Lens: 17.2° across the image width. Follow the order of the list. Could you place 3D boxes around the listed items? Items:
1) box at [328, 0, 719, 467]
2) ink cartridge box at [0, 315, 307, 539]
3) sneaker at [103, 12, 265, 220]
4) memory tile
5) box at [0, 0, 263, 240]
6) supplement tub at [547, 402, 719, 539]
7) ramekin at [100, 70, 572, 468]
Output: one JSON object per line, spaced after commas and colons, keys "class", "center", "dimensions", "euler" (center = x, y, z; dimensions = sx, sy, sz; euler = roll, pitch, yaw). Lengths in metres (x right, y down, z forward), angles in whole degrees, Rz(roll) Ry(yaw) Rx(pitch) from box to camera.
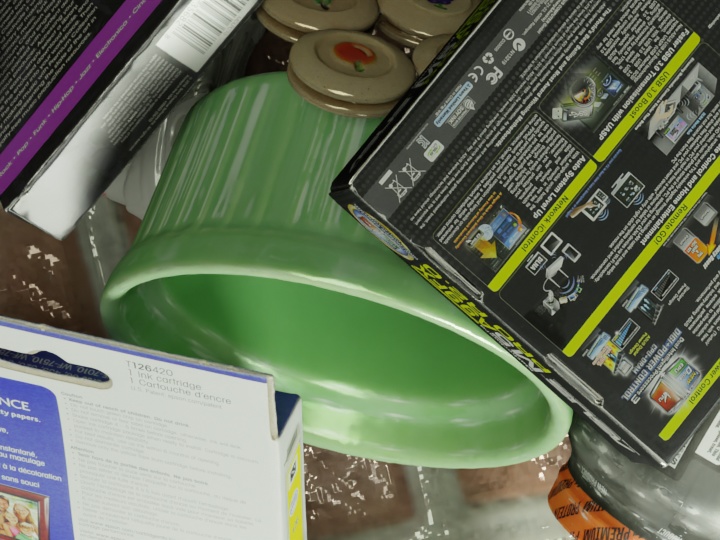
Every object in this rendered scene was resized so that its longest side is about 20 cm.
{"class": "box", "center": [0.111, -0.053, 0.890], "dimensions": [0.160, 0.044, 0.200], "euler": [40, 83, -9]}
{"class": "ink cartridge box", "center": [-0.122, 0.075, 1.043], "dimensions": [0.197, 0.047, 0.200], "euler": [12, 138, 10]}
{"class": "sneaker", "center": [-0.089, -0.122, 1.066], "dimensions": [0.099, 0.078, 0.201], "euler": [22, 95, 14]}
{"class": "memory tile", "center": [0.053, -0.107, 0.979], "dimensions": [0.199, 0.153, 0.017], "euler": [0, 127, -19]}
{"class": "box", "center": [-0.119, -0.120, 1.020], "dimensions": [0.036, 0.200, 0.143], "euler": [32, 106, -37]}
{"class": "supplement tub", "center": [0.168, 0.036, 1.004], "dimensions": [0.122, 0.123, 0.200], "euler": [30, 103, 6]}
{"class": "ramekin", "center": [0.000, 0.000, 0.997], "dimensions": [0.199, 0.200, 0.098], "euler": [12, 68, 9]}
